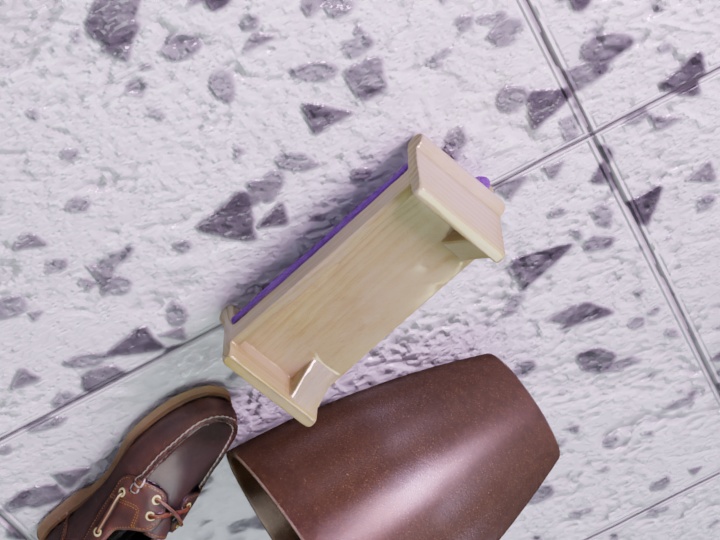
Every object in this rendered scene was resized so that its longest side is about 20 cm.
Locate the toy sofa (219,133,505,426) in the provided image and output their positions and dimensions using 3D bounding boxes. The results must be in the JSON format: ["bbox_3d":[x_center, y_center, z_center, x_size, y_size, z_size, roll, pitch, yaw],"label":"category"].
[{"bbox_3d":[0.000,0.000,1.772,0.083,0.098,0.200,38,116,-23],"label":"toy sofa"}]

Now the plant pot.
[{"bbox_3d":[0.037,0.152,1.910,0.200,0.187,0.187,-34,145,-10],"label":"plant pot"}]

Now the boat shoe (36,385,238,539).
[{"bbox_3d":[-0.152,0.165,1.894,0.070,0.070,0.200,18,126,-41],"label":"boat shoe"}]
